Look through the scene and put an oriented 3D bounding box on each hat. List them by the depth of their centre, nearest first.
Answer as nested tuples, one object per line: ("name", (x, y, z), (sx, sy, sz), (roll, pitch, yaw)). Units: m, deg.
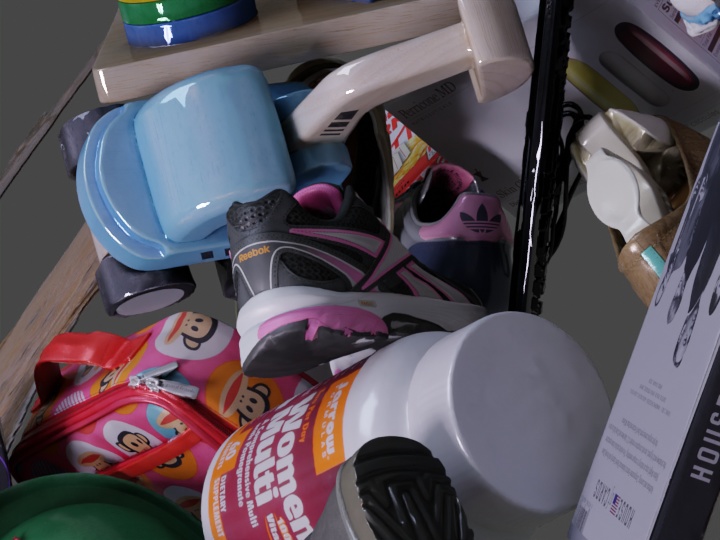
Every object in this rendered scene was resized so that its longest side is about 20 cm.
("hat", (-0.101, 0.140, 1.141), (0.176, 0.165, 0.201), (120, 145, -49))

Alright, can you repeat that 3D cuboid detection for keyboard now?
("keyboard", (0.097, -0.047, 1.192), (0.104, 0.039, 0.201), (-79, -5, -77))

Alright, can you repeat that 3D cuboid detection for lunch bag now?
("lunch bag", (-0.097, 0.094, 1.308), (0.200, 0.176, 0.082), (-28, 28, 54))

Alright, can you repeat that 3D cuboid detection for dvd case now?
("dvd case", (0.133, 0.026, 0.953), (0.150, 0.025, 0.201), (-130, 59, -86))

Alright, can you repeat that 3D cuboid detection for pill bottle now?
("pill bottle", (0.020, 0.092, 1.120), (0.200, 0.109, 0.110), (-32, 26, 50))

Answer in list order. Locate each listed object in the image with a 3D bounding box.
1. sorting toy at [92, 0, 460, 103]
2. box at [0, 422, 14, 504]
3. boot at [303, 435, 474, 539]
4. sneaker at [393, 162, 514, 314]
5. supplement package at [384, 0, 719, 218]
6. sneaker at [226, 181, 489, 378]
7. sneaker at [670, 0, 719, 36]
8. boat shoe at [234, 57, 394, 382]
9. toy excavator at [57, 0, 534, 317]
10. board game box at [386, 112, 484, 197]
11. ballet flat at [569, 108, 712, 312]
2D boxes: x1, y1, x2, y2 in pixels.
("sorting toy", (-0.040, -0.165, 1.294), (0.199, 0.070, 0.199), (-12, 19, 4))
("box", (-0.245, 0.138, 1.315), (0.106, 0.122, 0.201), (-112, 16, -47))
("boot", (-0.005, 0.186, 1.040), (0.200, 0.072, 0.183), (-51, 43, 43))
("sneaker", (0.041, -0.023, 1.332), (0.200, 0.070, 0.083), (-141, 56, -67))
("supplement package", (0.131, -0.142, 1.309), (0.200, 0.111, 0.156), (-29, 28, 54))
("sneaker", (0.000, 0.000, 1.155), (0.080, 0.087, 0.200), (-20, -11, 19))
("sneaker", (0.160, -0.175, 1.107), (0.075, 0.087, 0.200), (-31, 17, 25))
("boat shoe", (-0.022, -0.007, 1.293), (0.068, 0.074, 0.201), (-133, 44, -68))
("toy excavator", (-0.033, -0.063, 1.182), (0.200, 0.193, 0.100), (135, 122, -63))
("board game box", (0.020, -0.052, 1.527), (0.152, 0.046, 0.200), (-47, 17, 15))
("ballet flat", (0.133, -0.036, 1.150), (0.068, 0.072, 0.200), (-45, 18, 19))
